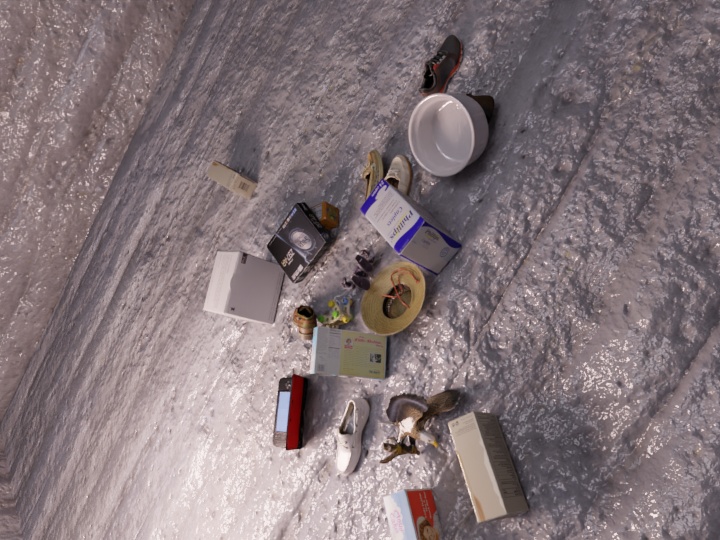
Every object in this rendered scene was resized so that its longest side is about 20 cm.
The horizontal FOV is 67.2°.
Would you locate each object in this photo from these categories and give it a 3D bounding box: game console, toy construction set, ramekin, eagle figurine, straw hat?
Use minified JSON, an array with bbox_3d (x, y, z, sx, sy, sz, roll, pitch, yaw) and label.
[{"bbox_3d":[-0.220,0.404,1.557,0.170,0.118,0.204,-9,69,39],"label":"game console"},{"bbox_3d":[-0.061,0.184,1.516,0.131,0.092,0.202,-37,43,26],"label":"toy construction set"},{"bbox_3d":[0.227,-0.348,1.373,0.198,0.097,0.204,21,123,37],"label":"ramekin"},{"bbox_3d":[0.131,0.343,1.252,0.149,0.152,0.203,20,108,8],"label":"eagle figurine"},{"bbox_3d":[0.104,0.087,1.397,0.198,0.085,0.204,-18,54,27],"label":"straw hat"}]

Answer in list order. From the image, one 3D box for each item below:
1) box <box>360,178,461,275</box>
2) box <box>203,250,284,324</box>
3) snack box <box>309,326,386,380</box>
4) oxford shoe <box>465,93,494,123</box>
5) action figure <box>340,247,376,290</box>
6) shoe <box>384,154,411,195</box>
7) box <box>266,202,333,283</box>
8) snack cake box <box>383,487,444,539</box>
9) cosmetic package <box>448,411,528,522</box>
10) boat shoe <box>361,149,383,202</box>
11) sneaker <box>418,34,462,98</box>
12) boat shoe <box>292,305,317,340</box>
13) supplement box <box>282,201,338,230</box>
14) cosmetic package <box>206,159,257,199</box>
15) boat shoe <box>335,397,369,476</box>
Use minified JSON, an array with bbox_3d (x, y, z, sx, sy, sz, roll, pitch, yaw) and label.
[{"bbox_3d":[0.126,-0.109,1.375,0.105,0.183,0.201,-51,49,14],"label":"box"},{"bbox_3d":[-0.373,0.057,1.757,0.129,0.198,0.203,4,78,44],"label":"box"},{"bbox_3d":[-0.028,0.216,1.398,0.037,0.197,0.118,149,128,-64],"label":"snack box"},{"bbox_3d":[0.269,-0.424,1.442,0.198,0.073,0.086,7,65,40],"label":"oxford shoe"},{"bbox_3d":[0.000,0.000,1.481,0.132,0.069,0.200,-64,4,0],"label":"action figure"},{"bbox_3d":[0.103,-0.238,1.528,0.069,0.053,0.204,-10,69,39],"label":"shoe"},{"bbox_3d":[-0.191,-0.084,1.685,0.161,0.043,0.200,52,124,15],"label":"box"},{"bbox_3d":[0.127,0.589,1.185,0.067,0.114,0.203,-32,56,29],"label":"snack cake box"},{"bbox_3d":[0.263,0.405,1.125,0.071,0.104,0.203,-33,55,30],"label":"cosmetic package"},{"bbox_3d":[0.033,-0.260,1.574,0.073,0.061,0.204,109,157,-67],"label":"boat shoe"},{"bbox_3d":[0.221,-0.572,1.515,0.076,0.081,0.203,20,89,43],"label":"sneaker"},{"bbox_3d":[-0.157,0.134,1.582,0.200,0.071,0.069,-137,46,-68],"label":"boat shoe"},{"bbox_3d":[-0.161,-0.151,1.728,0.198,0.066,0.070,-16,64,37],"label":"supplement box"},{"bbox_3d":[-0.491,-0.347,2.066,0.199,0.105,0.072,32,95,42],"label":"cosmetic package"},{"bbox_3d":[-0.036,0.432,1.415,0.070,0.069,0.204,7,81,41],"label":"boat shoe"}]
